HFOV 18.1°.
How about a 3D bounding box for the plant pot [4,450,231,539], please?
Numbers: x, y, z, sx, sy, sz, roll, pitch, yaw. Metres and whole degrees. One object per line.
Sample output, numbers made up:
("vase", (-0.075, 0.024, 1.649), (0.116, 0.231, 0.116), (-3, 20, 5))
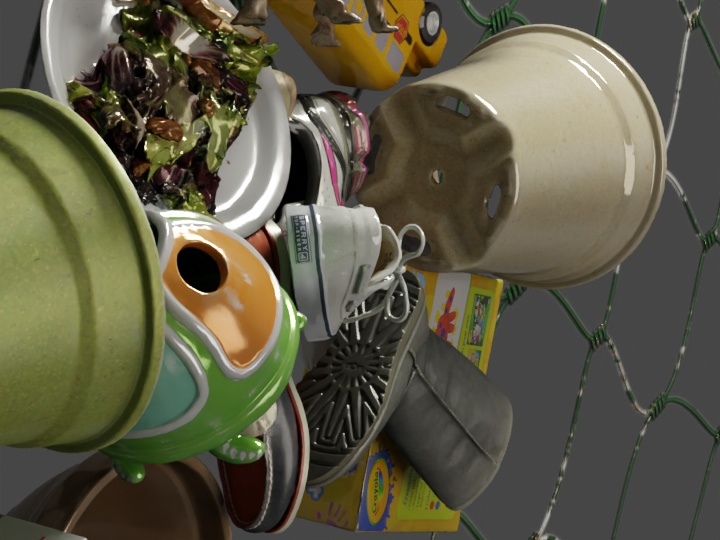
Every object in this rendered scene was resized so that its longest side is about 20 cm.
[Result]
("plant pot", (-0.171, 0.198, 1.382), (0.201, 0.092, 0.202), (-24, 118, -55))

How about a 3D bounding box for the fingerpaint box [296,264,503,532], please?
("fingerpaint box", (0.024, 0.091, 1.697), (0.167, 0.073, 0.201), (10, 90, -61))

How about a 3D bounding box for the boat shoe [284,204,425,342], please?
("boat shoe", (-0.001, -0.005, 1.437), (0.202, 0.086, 0.075), (84, 0, -75))

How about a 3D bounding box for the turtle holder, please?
("turtle holder", (-0.131, 0.027, 1.288), (0.141, 0.185, 0.132), (-55, 139, -21))

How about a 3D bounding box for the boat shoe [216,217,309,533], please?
("boat shoe", (-0.077, 0.067, 1.394), (0.062, 0.071, 0.201), (-9, 98, -48))

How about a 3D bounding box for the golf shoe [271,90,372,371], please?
("golf shoe", (-0.039, -0.022, 1.563), (0.092, 0.072, 0.201), (-15, 103, -53))

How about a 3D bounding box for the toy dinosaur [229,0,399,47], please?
("toy dinosaur", (-0.022, -0.214, 1.392), (0.200, 0.085, 0.136), (4, 86, -58))

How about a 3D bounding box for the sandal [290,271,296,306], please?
("sandal", (-0.082, 0.077, 1.529), (0.079, 0.059, 0.207), (-81, -178, -52))

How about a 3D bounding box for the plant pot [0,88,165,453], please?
("plant pot", (-0.233, 0.021, 1.150), (0.184, 0.200, 0.202), (-18, 115, -44))

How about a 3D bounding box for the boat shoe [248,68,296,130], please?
("boat shoe", (-0.113, -0.050, 1.443), (0.072, 0.072, 0.201), (29, 83, -28))

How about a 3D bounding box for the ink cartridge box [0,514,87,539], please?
("ink cartridge box", (-0.217, 0.183, 1.191), (0.116, 0.199, 0.067), (-40, 132, -48))

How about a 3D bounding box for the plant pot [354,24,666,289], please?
("plant pot", (0.094, -0.074, 1.633), (0.183, 0.199, 0.202), (-14, 111, -59))

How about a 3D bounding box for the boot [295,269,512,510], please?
("boot", (0.029, 0.114, 1.587), (0.182, 0.072, 0.200), (-56, 148, -20))

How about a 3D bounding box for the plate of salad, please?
("plate of salad", (-0.108, -0.113, 1.360), (0.200, 0.048, 0.201), (27, 50, -38))

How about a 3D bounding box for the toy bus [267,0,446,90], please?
("toy bus", (-0.011, -0.188, 1.558), (0.200, 0.065, 0.079), (47, 59, -54))
